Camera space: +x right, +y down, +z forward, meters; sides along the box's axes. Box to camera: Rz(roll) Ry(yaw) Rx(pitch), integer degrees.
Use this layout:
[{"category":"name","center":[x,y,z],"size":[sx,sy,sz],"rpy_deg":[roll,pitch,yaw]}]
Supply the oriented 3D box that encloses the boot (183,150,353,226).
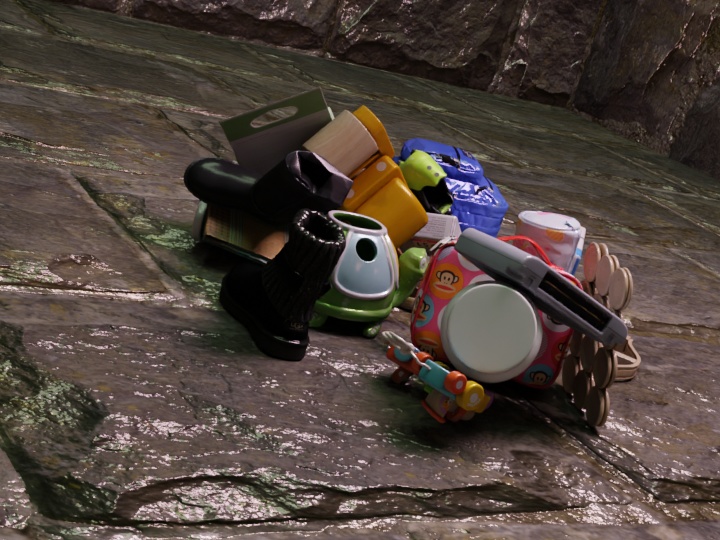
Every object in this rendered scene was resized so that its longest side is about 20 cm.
[{"category":"boot","center":[-0.121,-0.113,1.623],"size":[0.165,0.066,0.200],"rpy_deg":[18,-10,-22]}]

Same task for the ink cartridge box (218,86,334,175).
[{"category":"ink cartridge box","center":[-0.104,-0.183,1.729],"size":[0.145,0.200,0.048],"rpy_deg":[-19,58,2]}]

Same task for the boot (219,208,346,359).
[{"category":"boot","center":[-0.090,-0.006,1.504],"size":[0.079,0.158,0.211],"rpy_deg":[7,19,-30]}]

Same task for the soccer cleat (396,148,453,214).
[{"category":"soccer cleat","center":[0.098,-0.099,1.858],"size":[0.081,0.068,0.200],"rpy_deg":[42,-15,24]}]

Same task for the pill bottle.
[{"category":"pill bottle","center":[0.147,0.070,1.437],"size":[0.114,0.114,0.200],"rpy_deg":[19,-4,7]}]

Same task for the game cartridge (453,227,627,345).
[{"category":"game cartridge","center":[0.202,0.017,1.444],"size":[0.200,0.042,0.133],"rpy_deg":[33,2,-37]}]

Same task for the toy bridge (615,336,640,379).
[{"category":"toy bridge","center":[0.350,0.125,1.757],"size":[0.067,0.027,0.200],"rpy_deg":[24,18,18]}]

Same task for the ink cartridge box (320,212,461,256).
[{"category":"ink cartridge box","center":[0.052,-0.048,1.899],"size":[0.200,0.044,0.174],"rpy_deg":[8,-17,13]}]

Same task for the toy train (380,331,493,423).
[{"category":"toy train","center":[0.069,0.121,1.397],"size":[0.150,0.056,0.200],"rpy_deg":[30,-2,10]}]

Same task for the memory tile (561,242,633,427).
[{"category":"memory tile","center":[0.288,0.076,1.548],"size":[0.017,0.200,0.153],"rpy_deg":[5,17,-10]}]

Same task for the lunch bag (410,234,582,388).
[{"category":"lunch bag","center":[0.170,0.040,1.576],"size":[0.200,0.176,0.082],"rpy_deg":[18,5,1]}]

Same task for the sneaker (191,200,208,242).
[{"category":"sneaker","center":[-0.162,-0.069,1.790],"size":[0.099,0.071,0.200],"rpy_deg":[16,11,15]}]

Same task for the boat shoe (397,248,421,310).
[{"category":"boat shoe","center":[0.033,-0.010,1.805],"size":[0.072,0.068,0.200],"rpy_deg":[-1,24,-47]}]

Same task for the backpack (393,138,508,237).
[{"category":"backpack","center":[0.143,-0.116,2.097],"size":[0.200,0.168,0.163],"rpy_deg":[17,22,-14]}]

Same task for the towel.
[{"category":"towel","center":[-0.118,-0.049,1.735],"size":[0.200,0.022,0.147],"rpy_deg":[22,33,-17]}]

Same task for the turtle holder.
[{"category":"turtle holder","center":[-0.003,0.002,1.614],"size":[0.185,0.132,0.141],"rpy_deg":[15,16,-5]}]

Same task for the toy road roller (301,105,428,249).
[{"category":"toy road roller","center":[0.011,-0.111,1.723],"size":[0.146,0.123,0.200],"rpy_deg":[47,-6,28]}]

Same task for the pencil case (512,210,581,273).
[{"category":"pencil case","center":[0.235,0.021,1.684],"size":[0.083,0.200,0.091],"rpy_deg":[-6,21,-40]}]

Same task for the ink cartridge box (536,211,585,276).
[{"category":"ink cartridge box","center":[0.261,0.009,1.835],"size":[0.084,0.145,0.200],"rpy_deg":[21,17,7]}]
